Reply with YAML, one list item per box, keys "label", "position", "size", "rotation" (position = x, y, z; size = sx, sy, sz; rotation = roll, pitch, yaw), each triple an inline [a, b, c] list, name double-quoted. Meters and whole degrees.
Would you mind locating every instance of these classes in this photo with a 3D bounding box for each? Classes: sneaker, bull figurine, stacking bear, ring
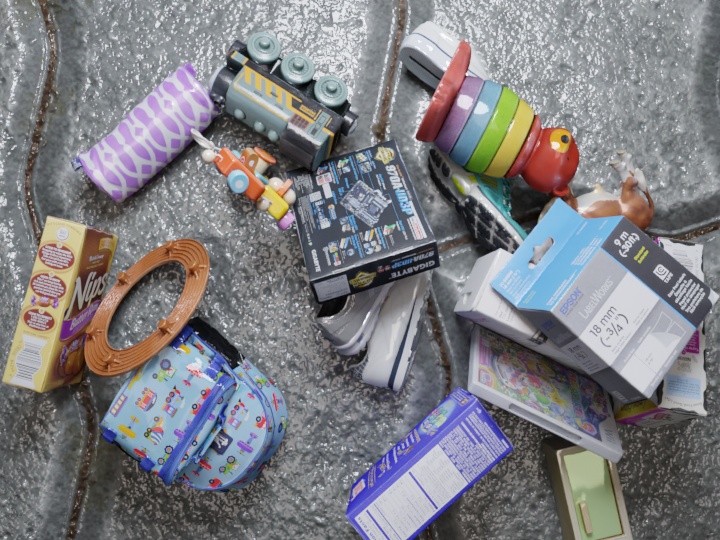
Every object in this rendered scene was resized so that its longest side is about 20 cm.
- label: "sneaker"
  position: [0.046, 0.051, 0.898]
  size: [0.078, 0.076, 0.206]
  rotation: [16, 84, 15]
- label: "bull figurine"
  position: [0.291, -0.077, 0.902]
  size: [0.194, 0.065, 0.125]
  rotation: [-15, 110, -7]
- label: "sneaker"
  position: [0.166, -0.099, 0.887]
  size: [0.078, 0.078, 0.203]
  rotation: [-27, 68, -13]
- label: "sneaker"
  position: [0.000, 0.000, 0.869]
  size: [0.082, 0.073, 0.205]
  rotation: [35, 65, -41]
- label: "stacking bear"
  position: [0.175, -0.164, 0.835]
  size: [0.196, 0.114, 0.123]
  rotation: [28, 58, 0]
- label: "ring"
  position: [-0.267, 0.038, 0.843]
  size: [0.199, 0.201, 0.019]
  rotation: [-41, 129, -2]
- label: "sneaker"
  position: [0.145, -0.258, 0.913]
  size: [0.199, 0.073, 0.071]
  rotation: [40, 70, -6]

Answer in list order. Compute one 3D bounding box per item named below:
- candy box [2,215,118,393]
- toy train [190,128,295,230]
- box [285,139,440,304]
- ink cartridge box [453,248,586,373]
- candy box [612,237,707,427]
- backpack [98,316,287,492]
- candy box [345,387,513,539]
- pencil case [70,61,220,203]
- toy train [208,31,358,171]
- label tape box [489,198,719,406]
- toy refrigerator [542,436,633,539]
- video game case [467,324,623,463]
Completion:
- label: "candy box"
  position: [-0.373, 0.042, 0.865]
  size: [0.055, 0.117, 0.206]
  rotation: [13, 88, 0]
- label: "toy train"
  position: [-0.137, -0.128, 0.835]
  size: [0.056, 0.200, 0.150]
  rotation: [-45, 125, 2]
- label: "box"
  position: [-0.003, -0.068, 0.855]
  size: [0.155, 0.047, 0.203]
  rotation: [-17, 48, -1]
- label: "ink cartridge box"
  position: [0.229, 0.055, 0.860]
  size: [0.196, 0.146, 0.086]
  rotation: [25, 85, 0]
- label: "candy box"
  position: [0.363, 0.081, 0.844]
  size: [0.059, 0.137, 0.206]
  rotation: [7, 71, 0]
- label: "backpack"
  position: [-0.195, 0.185, 0.854]
  size: [0.199, 0.135, 0.184]
  rotation: [40, 88, -2]
- label: "candy box"
  position: [0.079, 0.241, 0.837]
  size: [0.199, 0.169, 0.078]
  rotation: [-40, 85, -2]
- label: "pencil case"
  position: [-0.277, -0.178, 0.899]
  size: [0.199, 0.084, 0.086]
  rotation: [-40, 52, -3]
- label: "toy train"
  position: [-0.100, -0.219, 0.886]
  size: [0.197, 0.086, 0.115]
  rotation: [32, 64, 1]
- label: "label tape box"
  position: [0.264, 0.023, 0.753]
  size: [0.199, 0.063, 0.145]
  rotation: [41, 76, 9]
- label: "toy refrigerator"
  position: [0.301, 0.320, 0.887]
  size: [0.074, 0.070, 0.206]
  rotation: [-12, 88, -2]
- label: "video game case"
  position: [0.228, 0.149, 0.863]
  size: [0.196, 0.144, 0.018]
  rotation: [26, 116, 0]
